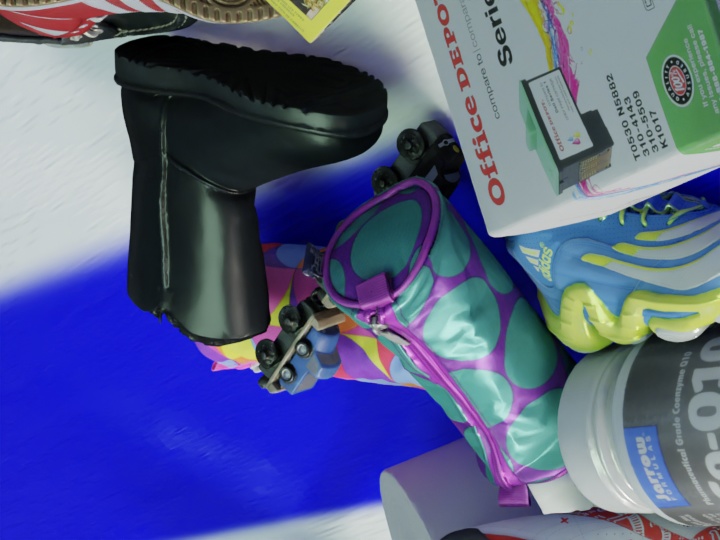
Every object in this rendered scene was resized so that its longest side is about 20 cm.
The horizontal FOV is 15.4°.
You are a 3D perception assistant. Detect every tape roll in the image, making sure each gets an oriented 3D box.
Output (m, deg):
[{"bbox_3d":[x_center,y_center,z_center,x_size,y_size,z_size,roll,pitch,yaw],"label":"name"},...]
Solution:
[{"bbox_3d":[0.082,0.204,1.646,0.202,0.071,0.203,158,90,-80],"label":"tape roll"}]

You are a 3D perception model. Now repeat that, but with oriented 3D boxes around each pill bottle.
[{"bbox_3d":[0.207,0.079,1.418,0.200,0.114,0.114,-10,124,50],"label":"pill bottle"}]

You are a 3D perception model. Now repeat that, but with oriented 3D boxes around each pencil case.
[{"bbox_3d":[-0.014,0.027,1.604,0.200,0.088,0.089,4,134,43],"label":"pencil case"},{"bbox_3d":[0.056,0.040,1.476,0.085,0.093,0.200,-5,141,36],"label":"pencil case"}]

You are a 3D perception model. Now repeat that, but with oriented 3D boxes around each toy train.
[{"bbox_3d":[0.000,0.000,1.517,0.046,0.034,0.200,44,119,17],"label":"toy train"}]

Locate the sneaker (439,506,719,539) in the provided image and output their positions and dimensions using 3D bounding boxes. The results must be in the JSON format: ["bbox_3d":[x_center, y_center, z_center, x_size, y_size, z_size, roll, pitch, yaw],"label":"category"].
[{"bbox_3d":[0.150,0.158,1.529,0.201,0.108,0.067,1,119,25],"label":"sneaker"}]

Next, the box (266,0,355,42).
[{"bbox_3d":[0.017,-0.189,1.310,0.050,0.075,0.200,43,149,-3],"label":"box"}]

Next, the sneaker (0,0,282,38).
[{"bbox_3d":[-0.118,-0.166,1.458,0.199,0.071,0.112,2,179,-4],"label":"sneaker"}]

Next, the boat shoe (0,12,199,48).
[{"bbox_3d":[-0.175,-0.161,1.548,0.200,0.060,0.074,14,140,34],"label":"boat shoe"}]

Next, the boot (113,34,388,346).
[{"bbox_3d":[-0.061,-0.038,1.522,0.200,0.076,0.169,14,118,38],"label":"boot"}]

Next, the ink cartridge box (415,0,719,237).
[{"bbox_3d":[0.123,-0.112,1.237,0.200,0.084,0.145,-25,81,55],"label":"ink cartridge box"}]

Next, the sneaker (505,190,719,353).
[{"bbox_3d":[0.139,-0.016,1.403,0.105,0.076,0.200,47,148,-12],"label":"sneaker"}]
